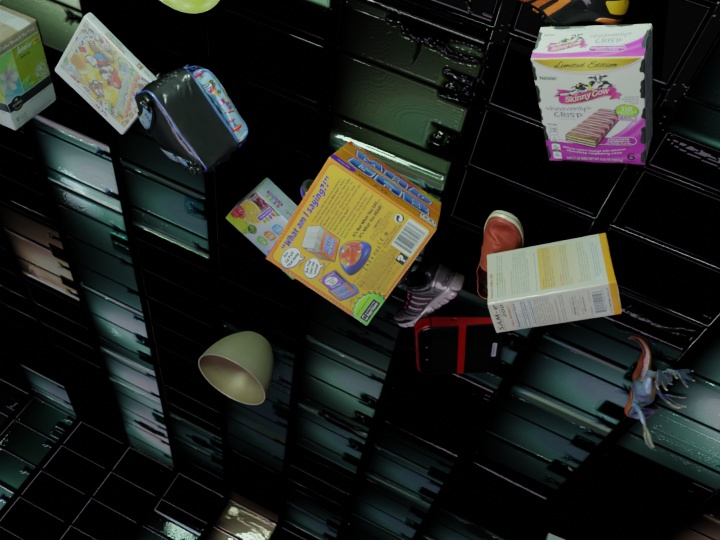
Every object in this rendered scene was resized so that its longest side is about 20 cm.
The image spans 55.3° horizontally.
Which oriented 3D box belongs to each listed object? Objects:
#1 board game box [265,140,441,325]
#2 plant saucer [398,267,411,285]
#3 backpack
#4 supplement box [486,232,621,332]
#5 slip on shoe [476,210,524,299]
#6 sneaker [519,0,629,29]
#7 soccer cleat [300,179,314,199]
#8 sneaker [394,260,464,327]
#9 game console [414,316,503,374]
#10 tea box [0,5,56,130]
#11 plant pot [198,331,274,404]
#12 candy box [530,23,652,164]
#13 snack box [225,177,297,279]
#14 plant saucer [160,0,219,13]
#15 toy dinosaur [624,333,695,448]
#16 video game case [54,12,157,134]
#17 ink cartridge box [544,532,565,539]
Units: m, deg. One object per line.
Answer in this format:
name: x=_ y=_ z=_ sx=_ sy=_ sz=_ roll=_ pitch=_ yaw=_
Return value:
board game box: x=-0.004 y=-0.070 z=1.162 sx=0.200 sy=0.200 sz=0.200 roll=34 pitch=110 yaw=-3
plant saucer: x=0.000 y=0.000 z=1.366 sx=0.200 sy=0.035 sz=0.200 roll=8 pitch=159 yaw=3
backpack: x=-0.320 y=-0.276 z=1.260 sx=0.183 sy=0.135 sz=0.200 roll=57 pitch=162 yaw=-25
supplement box: x=0.311 y=0.021 z=1.125 sx=0.200 sy=0.126 sz=0.074 roll=-10 pitch=128 yaw=19
slip on shoe: x=0.243 y=-0.023 z=1.219 sx=0.074 sy=0.061 sz=0.200 roll=21 pitch=139 yaw=17
sneaker: x=0.235 y=-0.342 z=0.866 sx=0.200 sy=0.070 sz=0.090 roll=12 pitch=135 yaw=20
soccer cleat: x=-0.062 y=-0.091 z=1.347 sx=0.073 sy=0.068 sz=0.200 roll=-18 pitch=125 yaw=40
sneaker: x=0.118 y=0.042 z=1.368 sx=0.087 sy=0.074 sz=0.200 roll=40 pitch=139 yaw=-7
game console: x=0.201 y=0.155 z=1.415 sx=0.177 sy=0.031 sz=0.200 roll=-4 pitch=143 yaw=4
tea box: x=-0.760 y=-0.428 z=1.397 sx=0.200 sy=0.134 sz=0.197 roll=24 pitch=142 yaw=9
plant pot: x=-0.306 y=0.239 z=1.819 sx=0.200 sy=0.135 sz=0.200 roll=19 pitch=141 yaw=16
candy box: x=0.310 y=-0.226 z=0.910 sx=0.136 sy=0.061 sz=0.200 roll=8 pitch=151 yaw=28
snack box: x=-0.167 y=-0.083 z=1.437 sx=0.200 sy=0.053 sz=0.142 roll=44 pitch=142 yaw=-15
plant saucer: x=-0.288 y=-0.505 z=1.075 sx=0.200 sy=0.031 sz=0.200 roll=19 pitch=141 yaw=16
toy dinosaur: x=0.545 y=0.223 z=1.302 sx=0.200 sy=0.105 sz=0.182 roll=66 pitch=160 yaw=15
video game case: x=-0.502 y=-0.382 z=1.363 sx=0.182 sy=0.023 sz=0.200 roll=45 pitch=140 yaw=-17
ink cartridge box: x=0.598 y=0.827 z=1.924 sx=0.200 sy=0.047 sz=0.198 roll=18 pitch=139 yaw=14
